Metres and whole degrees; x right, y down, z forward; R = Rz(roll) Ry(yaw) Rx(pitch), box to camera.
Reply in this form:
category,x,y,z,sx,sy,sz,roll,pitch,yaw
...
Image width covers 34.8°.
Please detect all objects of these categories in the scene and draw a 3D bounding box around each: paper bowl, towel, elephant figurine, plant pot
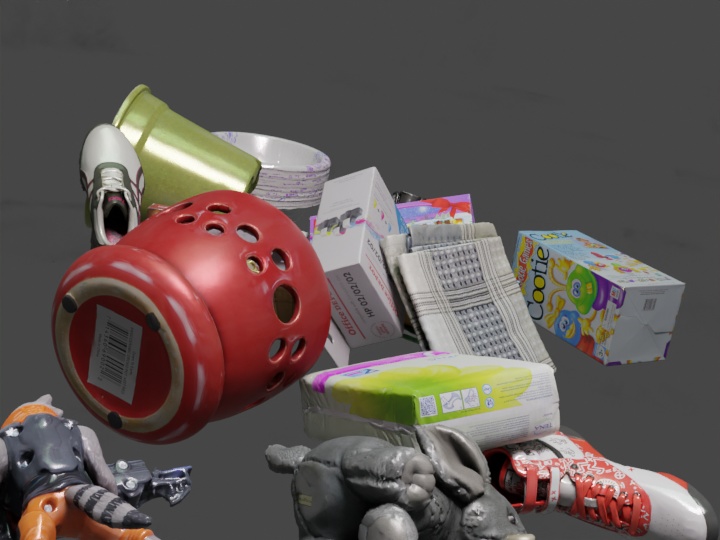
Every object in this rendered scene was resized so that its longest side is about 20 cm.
category,x,y,z,sx,sy,sz,roll,pitch,yaw
paper bowl,-0.149,-0.132,1.699,0.200,0.104,0.201,9,17,-3
towel,0.121,0.039,1.234,0.192,0.200,0.035,-9,-18,-45
elephant figurine,0.057,0.187,0.845,0.200,0.155,0.141,9,-29,-39
plant pot,-0.152,0.046,1.016,0.200,0.201,0.182,18,27,23
plant pot,-0.236,-0.116,1.509,0.184,0.201,0.200,22,18,-2

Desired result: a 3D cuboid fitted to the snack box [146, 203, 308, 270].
category,x,y,z,sx,sy,sz,roll,pitch,yaw
snack box,-0.168,-0.030,1.427,0.200,0.072,0.024,11,18,3

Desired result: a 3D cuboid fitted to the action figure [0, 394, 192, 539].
category,x,y,z,sx,sy,sz,roll,pitch,yaw
action figure,-0.188,0.153,0.819,0.200,0.105,0.193,-8,35,-39

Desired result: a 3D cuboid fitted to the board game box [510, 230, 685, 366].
category,x,y,z,sx,sy,sz,roll,pitch,yaw
board game box,0.287,0.030,1.437,0.105,0.103,0.200,-2,22,-32

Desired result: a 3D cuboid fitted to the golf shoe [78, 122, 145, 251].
category,x,y,z,sx,sy,sz,roll,pitch,yaw
golf shoe,-0.287,-0.090,1.356,0.077,0.200,0.088,-4,-18,-18

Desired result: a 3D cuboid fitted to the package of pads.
category,x,y,z,sx,sy,sz,roll,pitch,yaw
package of pads,0.060,0.117,1.011,0.154,0.068,0.200,-7,4,-30

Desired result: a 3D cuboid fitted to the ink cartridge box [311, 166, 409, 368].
category,x,y,z,sx,sy,sz,roll,pitch,yaw
ink cartridge box,0.000,0.000,1.227,0.068,0.115,0.200,-15,39,22

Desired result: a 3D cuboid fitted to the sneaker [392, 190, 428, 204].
category,x,y,z,sx,sy,sz,roll,pitch,yaw
sneaker,0.035,-0.045,1.511,0.076,0.115,0.200,14,19,12

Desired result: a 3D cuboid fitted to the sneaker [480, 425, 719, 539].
category,x,y,z,sx,sy,sz,roll,pitch,yaw
sneaker,0.187,0.191,0.958,0.108,0.067,0.201,-5,20,-36

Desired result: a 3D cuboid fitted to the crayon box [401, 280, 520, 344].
category,x,y,z,sx,sy,sz,roll,pitch,yaw
crayon box,0.095,0.035,1.406,0.126,0.052,0.200,20,21,28

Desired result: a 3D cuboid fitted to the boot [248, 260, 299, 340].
category,x,y,z,sx,sy,sz,roll,pitch,yaw
boot,-0.118,0.017,1.309,0.200,0.073,0.155,1,21,-2

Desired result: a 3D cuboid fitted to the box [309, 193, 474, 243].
category,x,y,z,sx,sy,sz,roll,pitch,yaw
box,0.039,-0.017,1.359,0.200,0.039,0.137,-8,48,8
